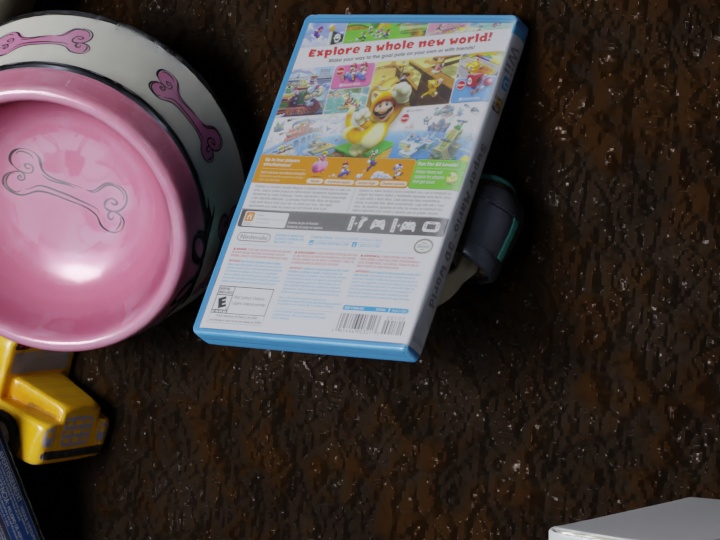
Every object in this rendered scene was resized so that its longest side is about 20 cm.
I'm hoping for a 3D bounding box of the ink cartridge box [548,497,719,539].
[{"bbox_3d":[0.184,0.221,1.430,0.145,0.145,0.200,6,96,36],"label":"ink cartridge box"}]

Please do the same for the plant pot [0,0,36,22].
[{"bbox_3d":[-0.260,-0.193,1.712,0.200,0.200,0.184,39,125,27],"label":"plant pot"}]

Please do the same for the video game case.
[{"bbox_3d":[0.000,-0.048,1.564,0.143,0.018,0.200,4,65,36],"label":"video game case"}]

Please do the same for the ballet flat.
[{"bbox_3d":[0.000,0.000,1.591,0.200,0.073,0.073,-14,85,34],"label":"ballet flat"}]

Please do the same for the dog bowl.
[{"bbox_3d":[-0.169,-0.042,1.659,0.200,0.074,0.200,6,118,12],"label":"dog bowl"}]

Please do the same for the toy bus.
[{"bbox_3d":[-0.240,0.049,1.778,0.200,0.065,0.078,26,107,33],"label":"toy bus"}]

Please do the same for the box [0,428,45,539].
[{"bbox_3d":[-0.278,0.126,1.774,0.200,0.040,0.137,15,132,42],"label":"box"}]
